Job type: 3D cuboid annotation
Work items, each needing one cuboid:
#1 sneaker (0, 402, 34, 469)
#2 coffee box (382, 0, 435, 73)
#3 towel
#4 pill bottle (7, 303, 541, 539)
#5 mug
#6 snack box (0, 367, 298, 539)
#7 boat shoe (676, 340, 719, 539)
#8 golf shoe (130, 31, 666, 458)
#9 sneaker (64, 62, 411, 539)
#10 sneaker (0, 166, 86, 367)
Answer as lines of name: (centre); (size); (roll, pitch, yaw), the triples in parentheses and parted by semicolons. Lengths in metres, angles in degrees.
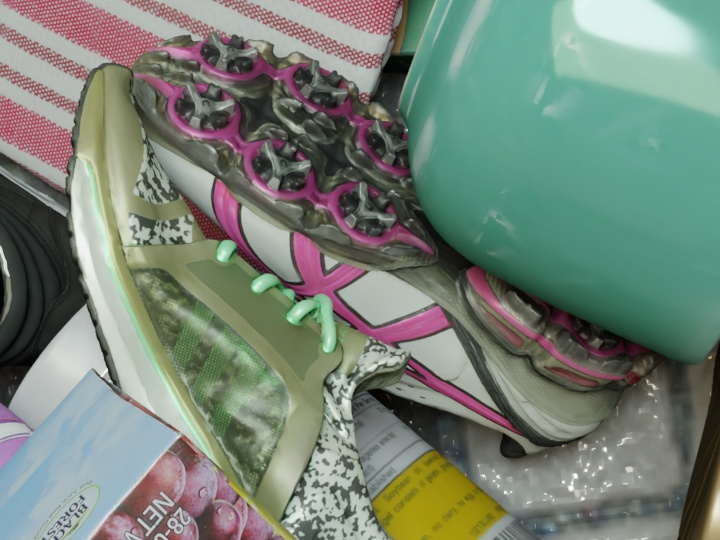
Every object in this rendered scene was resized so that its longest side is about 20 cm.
sneaker: (-0.167, 0.122, 0.676); (0.114, 0.073, 0.201); (34, 70, 26)
coffee box: (0.092, -0.132, 0.756); (0.198, 0.044, 0.124); (1, 90, 14)
towel: (-0.054, -0.097, 0.762); (0.146, 0.030, 0.201); (27, 125, 14)
pill bottle: (-0.023, 0.092, 0.743); (0.200, 0.111, 0.111); (40, 97, 12)
mug: (0.086, -0.078, 0.663); (0.114, 0.152, 0.186); (23, 76, 3)
snack box: (-0.053, 0.156, 0.584); (0.169, 0.068, 0.200); (-49, 122, -9)
boat shoe: (0.148, 0.025, 0.689); (0.064, 0.072, 0.201); (17, 50, 5)
golf shoe: (0.000, 0.000, 0.731); (0.199, 0.073, 0.092); (32, 132, -9)
sneaker: (-0.032, 0.028, 0.669); (0.088, 0.077, 0.201); (-19, 86, -7)
sneaker: (-0.178, -0.025, 0.791); (0.199, 0.099, 0.071); (28, 96, 14)
